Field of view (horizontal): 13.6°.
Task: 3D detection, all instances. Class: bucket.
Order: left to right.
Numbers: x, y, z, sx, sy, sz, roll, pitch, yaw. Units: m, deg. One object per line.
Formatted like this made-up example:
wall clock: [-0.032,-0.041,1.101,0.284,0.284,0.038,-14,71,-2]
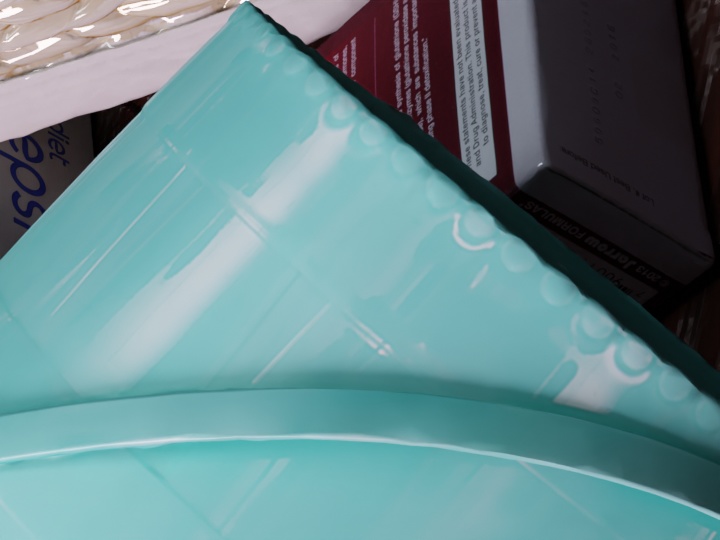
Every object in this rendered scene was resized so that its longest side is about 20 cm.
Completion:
bucket: [0.004,0.051,0.622,0.135,0.207,0.207,-51,31,5]

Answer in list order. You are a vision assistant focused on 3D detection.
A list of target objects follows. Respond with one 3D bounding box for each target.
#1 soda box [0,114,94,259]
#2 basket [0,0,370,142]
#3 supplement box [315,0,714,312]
soda box: [-0.133,-0.028,1.023,0.063,0.068,0.201,-44,36,28]
basket: [-0.067,-0.173,0.867,0.199,0.161,0.199,-19,44,10]
supplement box: [0.000,0.000,0.800,0.200,0.061,0.109,-39,37,35]
